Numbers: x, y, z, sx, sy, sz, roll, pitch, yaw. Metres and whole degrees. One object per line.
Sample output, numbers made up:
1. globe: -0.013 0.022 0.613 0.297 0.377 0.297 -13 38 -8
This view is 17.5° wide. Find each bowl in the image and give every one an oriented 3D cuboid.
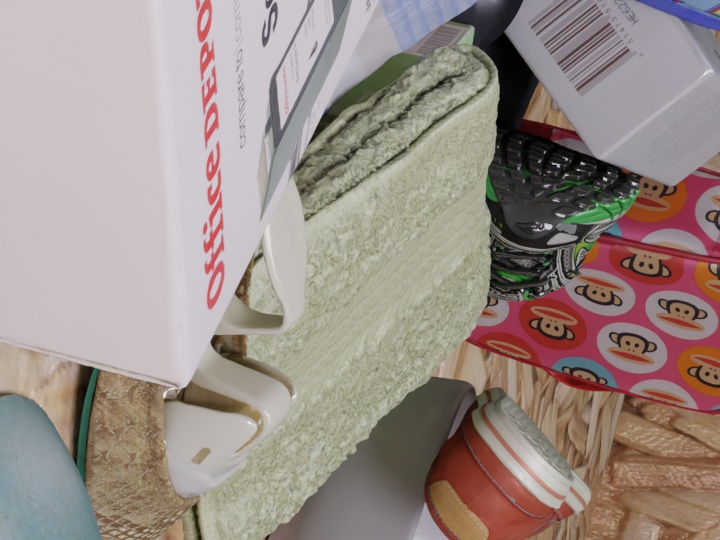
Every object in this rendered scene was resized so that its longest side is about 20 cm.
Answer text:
1. bowl: -0.003 0.162 1.151 0.200 0.074 0.200 85 23 -57

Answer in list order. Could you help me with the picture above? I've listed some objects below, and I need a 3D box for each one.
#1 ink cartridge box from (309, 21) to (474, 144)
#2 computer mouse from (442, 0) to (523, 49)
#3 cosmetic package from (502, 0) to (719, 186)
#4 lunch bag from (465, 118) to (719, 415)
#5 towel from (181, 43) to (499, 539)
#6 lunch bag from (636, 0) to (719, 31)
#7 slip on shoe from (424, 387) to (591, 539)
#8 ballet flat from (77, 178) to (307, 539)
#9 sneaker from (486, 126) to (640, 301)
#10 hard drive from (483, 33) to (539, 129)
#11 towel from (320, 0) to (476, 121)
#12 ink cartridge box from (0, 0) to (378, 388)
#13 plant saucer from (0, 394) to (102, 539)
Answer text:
1. ink cartridge box: 0.000 0.000 1.041 0.146 0.048 0.200 -54 153 -62
2. computer mouse: 0.056 -0.193 1.056 0.034 0.059 0.201 -10 113 -53
3. cosmetic package: 0.137 -0.106 1.162 0.074 0.102 0.200 -37 169 15
4. lunch bag: 0.146 0.010 1.358 0.176 0.200 0.082 95 16 -51
5. towel: -0.008 0.013 0.904 0.200 0.036 0.149 -43 145 -38
6. lunch bag: 0.170 -0.171 1.003 0.150 0.200 0.094 -33 -137 40
7. slip on shoe: 0.064 0.098 1.086 0.061 0.074 0.200 -43 173 4
8. ballet flat: -0.052 0.021 0.763 0.071 0.065 0.200 -44 147 -48
9. sneaker: 0.091 -0.020 1.156 0.200 0.078 0.085 -10 120 -81
10. hard drive: 0.061 -0.107 1.202 0.200 0.042 0.135 -62 162 -45
11. towel: 0.042 -0.114 0.841 0.200 0.024 0.147 -34 174 2
12. ink cartridge box: -0.049 -0.093 0.599 0.146 0.084 0.200 90 18 -50
13. plant saucer: -0.112 0.138 0.696 0.201 0.039 0.202 14 90 -79
